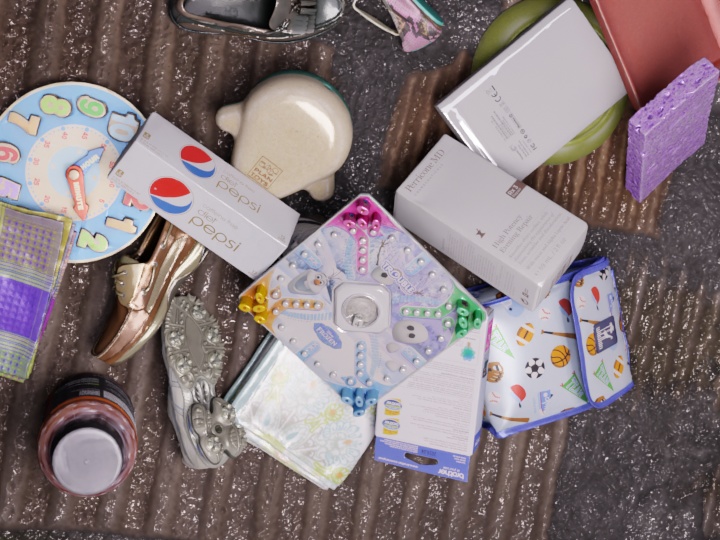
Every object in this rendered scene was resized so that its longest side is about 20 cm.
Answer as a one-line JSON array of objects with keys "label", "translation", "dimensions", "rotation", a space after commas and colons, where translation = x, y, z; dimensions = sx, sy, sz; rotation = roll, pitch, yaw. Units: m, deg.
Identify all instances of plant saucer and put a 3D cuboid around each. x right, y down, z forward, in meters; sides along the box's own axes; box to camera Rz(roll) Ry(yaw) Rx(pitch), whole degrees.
[{"label": "plant saucer", "translation": [0.230, -0.224, 1.593], "dimensions": [0.199, 0.031, 0.201], "rotation": [-1, 97, -11]}, {"label": "plant saucer", "translation": [0.351, -0.296, 1.576], "dimensions": [0.200, 0.037, 0.200], "rotation": [-32, 103, -29]}]

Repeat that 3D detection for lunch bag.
[{"label": "lunch bag", "translation": [0.218, 0.085, 1.584], "dimensions": [0.199, 0.124, 0.170], "rotation": [-15, 100, -13]}]

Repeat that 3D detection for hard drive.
[{"label": "hard drive", "translation": [0.201, -0.201, 1.560], "dimensions": [0.200, 0.027, 0.132], "rotation": [-39, 103, -4]}]

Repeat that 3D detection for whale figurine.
[{"label": "whale figurine", "translation": [-0.095, -0.136, 1.518], "dimensions": [0.159, 0.104, 0.200], "rotation": [34, 114, -13]}]

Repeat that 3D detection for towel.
[{"label": "towel", "translation": [-0.406, 0.015, 1.485], "dimensions": [0.143, 0.023, 0.200], "rotation": [19, 101, -8]}, {"label": "towel", "translation": [-0.048, 0.138, 1.577], "dimensions": [0.171, 0.048, 0.200], "rotation": [35, 89, -17]}]

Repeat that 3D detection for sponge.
[{"label": "sponge", "translation": [0.354, -0.158, 1.549], "dimensions": [0.112, 0.200, 0.030], "rotation": [-41, 69, -5]}]

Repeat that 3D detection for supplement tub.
[{"label": "supplement tub", "translation": [-0.294, 0.180, 1.453], "dimensions": [0.107, 0.200, 0.107], "rotation": [-1, 98, -10]}]

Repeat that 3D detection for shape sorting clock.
[{"label": "shape sorting clock", "translation": [-0.317, -0.108, 1.493], "dimensions": [0.199, 0.039, 0.201], "rotation": [-1, 97, -11]}]

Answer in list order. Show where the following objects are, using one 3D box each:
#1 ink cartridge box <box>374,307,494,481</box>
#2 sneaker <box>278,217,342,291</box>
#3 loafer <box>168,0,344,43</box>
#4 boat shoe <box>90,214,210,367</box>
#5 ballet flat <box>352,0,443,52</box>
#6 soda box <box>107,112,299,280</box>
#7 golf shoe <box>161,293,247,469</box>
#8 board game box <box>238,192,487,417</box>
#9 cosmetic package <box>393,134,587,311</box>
[{"label": "ink cartridge box", "translation": [0.081, 0.131, 1.528], "dimensions": [0.119, 0.042, 0.201], "rotation": [10, 105, 17]}, {"label": "sneaker", "translation": [0.000, 0.000, 1.532], "dimensions": [0.200, 0.115, 0.075], "rotation": [21, 93, -13]}, {"label": "loafer", "translation": [-0.111, -0.288, 1.498], "dimensions": [0.199, 0.063, 0.072], "rotation": [-3, 98, -11]}, {"label": "boat shoe", "translation": [-0.243, 0.009, 1.502], "dimensions": [0.074, 0.076, 0.200], "rotation": [38, 80, -28]}, {"label": "ballet flat", "translation": [0.011, -0.329, 1.523], "dimensions": [0.071, 0.069, 0.200], "rotation": [-36, 104, 15]}, {"label": "soda box", "translation": [-0.169, -0.080, 1.467], "dimensions": [0.200, 0.064, 0.068], "rotation": [35, 128, -14]}, {"label": "golf shoe", "translation": [-0.199, 0.130, 1.531], "dimensions": [0.078, 0.097, 0.201], "rotation": [0, 70, -39]}, {"label": "board game box", "translation": [0.001, 0.044, 1.465], "dimensions": [0.200, 0.026, 0.200], "rotation": [-39, 108, 24]}, {"label": "cosmetic package", "translation": [0.144, -0.055, 1.519], "dimensions": [0.200, 0.074, 0.102], "rotation": [34, 67, 15]}]
